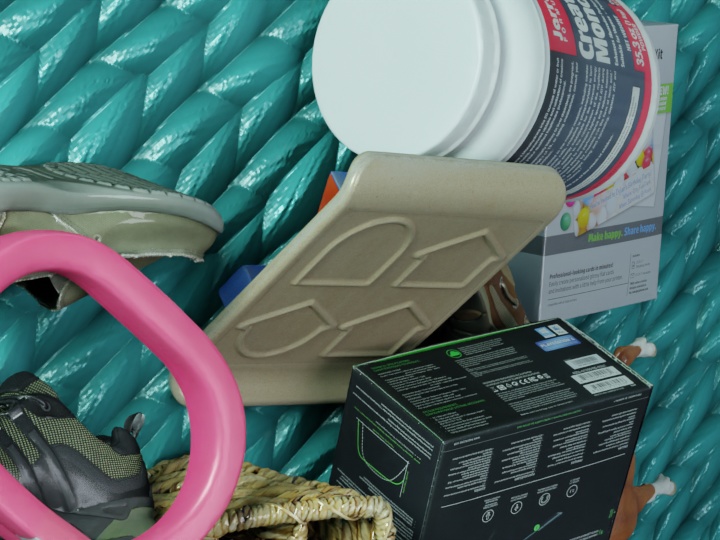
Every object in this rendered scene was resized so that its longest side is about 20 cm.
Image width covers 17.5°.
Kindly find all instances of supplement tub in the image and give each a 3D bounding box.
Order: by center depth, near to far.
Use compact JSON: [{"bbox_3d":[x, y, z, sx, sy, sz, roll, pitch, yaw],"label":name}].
[{"bbox_3d":[0.079,-0.117,1.420,0.200,0.140,0.141,5,95,-53],"label":"supplement tub"}]

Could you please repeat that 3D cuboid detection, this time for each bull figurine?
[{"bbox_3d":[0.170,0.144,1.672,0.121,0.065,0.201,-37,129,-46],"label":"bull figurine"}]

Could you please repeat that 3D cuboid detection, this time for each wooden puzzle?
[{"bbox_3d":[0.000,0.000,1.357,0.185,0.046,0.200,1,139,-47],"label":"wooden puzzle"}]

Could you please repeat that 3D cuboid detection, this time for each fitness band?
[{"bbox_3d":[-0.137,0.070,1.154,0.200,0.037,0.144,46,60,-34],"label":"fitness band"}]

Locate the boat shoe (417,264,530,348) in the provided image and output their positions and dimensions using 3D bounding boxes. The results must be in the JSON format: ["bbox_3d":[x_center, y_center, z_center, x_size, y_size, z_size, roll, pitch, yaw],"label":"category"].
[{"bbox_3d":[0.063,0.018,1.500,0.200,0.075,0.074,64,34,-45],"label":"boat shoe"}]

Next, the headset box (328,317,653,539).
[{"bbox_3d":[0.070,0.149,1.453,0.174,0.093,0.201,-12,125,-36],"label":"headset box"}]

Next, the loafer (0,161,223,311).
[{"bbox_3d":[-0.157,-0.017,1.205,0.200,0.075,0.070,3,102,-43],"label":"loafer"}]

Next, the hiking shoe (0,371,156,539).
[{"bbox_3d":[-0.193,0.102,1.195,0.200,0.076,0.101,15,55,-41],"label":"hiking shoe"}]

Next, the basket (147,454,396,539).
[{"bbox_3d":[-0.075,0.218,1.302,0.143,0.149,0.201,-17,113,-49],"label":"basket"}]

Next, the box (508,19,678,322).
[{"bbox_3d":[0.159,-0.071,1.619,0.156,0.041,0.201,-9,105,-51],"label":"box"}]
